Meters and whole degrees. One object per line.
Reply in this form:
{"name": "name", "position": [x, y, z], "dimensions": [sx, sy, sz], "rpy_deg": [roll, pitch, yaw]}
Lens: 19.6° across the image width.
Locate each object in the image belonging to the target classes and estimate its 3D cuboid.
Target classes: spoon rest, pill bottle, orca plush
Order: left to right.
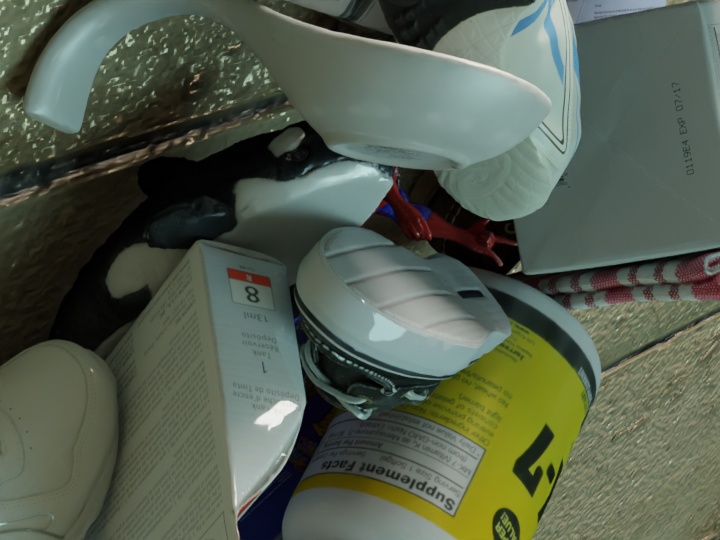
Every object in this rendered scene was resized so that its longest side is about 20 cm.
{"name": "orca plush", "position": [-0.075, -0.011, 0.886], "dimensions": [0.105, 0.071, 0.200], "rpy_deg": [11, 135, -41]}
{"name": "spoon rest", "position": [-0.027, -0.075, 0.776], "dimensions": [0.099, 0.199, 0.061], "rpy_deg": [23, 74, -71]}
{"name": "pill bottle", "position": [0.031, 0.107, 1.002], "dimensions": [0.114, 0.114, 0.200], "rpy_deg": [81, 32, -54]}

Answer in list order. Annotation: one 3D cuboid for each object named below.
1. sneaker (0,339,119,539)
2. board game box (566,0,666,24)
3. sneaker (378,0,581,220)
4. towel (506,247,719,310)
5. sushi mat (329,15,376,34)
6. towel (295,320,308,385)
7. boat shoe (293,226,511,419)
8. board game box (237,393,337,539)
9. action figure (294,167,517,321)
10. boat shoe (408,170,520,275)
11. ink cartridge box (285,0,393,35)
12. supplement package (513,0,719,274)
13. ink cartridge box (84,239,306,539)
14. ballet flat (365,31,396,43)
{"name": "sneaker", "position": [-0.171, 0.094, 0.785], "dimensions": [0.200, 0.078, 0.099], "rpy_deg": [-47, 149, -19]}
{"name": "board game box", "position": [0.103, -0.169, 1.007], "dimensions": [0.200, 0.019, 0.103], "rpy_deg": [-14, 115, -56]}
{"name": "sneaker", "position": [0.049, -0.104, 0.815], "dimensions": [0.200, 0.072, 0.073], "rpy_deg": [79, 20, -50]}
{"name": "towel", "position": [0.150, 0.003, 1.062], "dimensions": [0.146, 0.200, 0.030], "rpy_deg": [-14, 93, -41]}
{"name": "sushi mat", "position": [0.053, -0.145, 1.002], "dimensions": [0.096, 0.012, 0.200], "rpy_deg": [-59, 153, 10]}
{"name": "towel", "position": [-0.086, 0.084, 1.035], "dimensions": [0.145, 0.024, 0.200], "rpy_deg": [-3, 121, -56]}
{"name": "boat shoe", "position": [0.011, 0.032, 0.878], "dimensions": [0.071, 0.072, 0.200], "rpy_deg": [-45, 163, 10]}
{"name": "board game box", "position": [-0.028, 0.133, 1.110], "dimensions": [0.200, 0.045, 0.135], "rpy_deg": [-40, 153, -47]}
{"name": "action figure", "position": [0.000, 0.000, 0.972], "dimensions": [0.200, 0.099, 0.065], "rpy_deg": [-58, 157, -26]}
{"name": "boat shoe", "position": [0.112, -0.054, 1.140], "dimensions": [0.200, 0.070, 0.071], "rpy_deg": [-36, 147, -36]}
{"name": "ink cartridge box", "position": [-0.008, -0.176, 0.789], "dimensions": [0.200, 0.083, 0.147], "rpy_deg": [5, 117, -61]}
{"name": "supplement package", "position": [0.157, -0.070, 1.031], "dimensions": [0.200, 0.109, 0.114], "rpy_deg": [-14, 94, -62]}
{"name": "ink cartridge box", "position": [-0.071, 0.113, 0.813], "dimensions": [0.050, 0.200, 0.162], "rpy_deg": [13, 135, -31]}
{"name": "ballet flat", "position": [0.044, -0.089, 0.995], "dimensions": [0.200, 0.046, 0.068], "rpy_deg": [-12, 93, -60]}
